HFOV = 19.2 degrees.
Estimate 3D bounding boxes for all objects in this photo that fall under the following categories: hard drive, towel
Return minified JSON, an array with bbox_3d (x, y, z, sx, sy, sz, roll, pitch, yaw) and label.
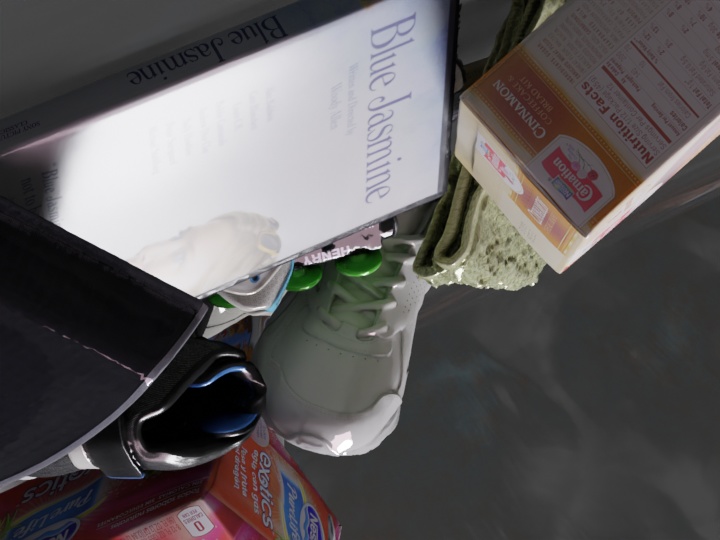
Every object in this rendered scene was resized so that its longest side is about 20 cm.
[{"bbox_3d":[-0.163,0.034,0.795,0.135,0.043,0.200,29,144,-28],"label":"hard drive"},{"bbox_3d":[0.082,-0.057,1.031,0.149,0.036,0.200,-68,166,5],"label":"towel"}]

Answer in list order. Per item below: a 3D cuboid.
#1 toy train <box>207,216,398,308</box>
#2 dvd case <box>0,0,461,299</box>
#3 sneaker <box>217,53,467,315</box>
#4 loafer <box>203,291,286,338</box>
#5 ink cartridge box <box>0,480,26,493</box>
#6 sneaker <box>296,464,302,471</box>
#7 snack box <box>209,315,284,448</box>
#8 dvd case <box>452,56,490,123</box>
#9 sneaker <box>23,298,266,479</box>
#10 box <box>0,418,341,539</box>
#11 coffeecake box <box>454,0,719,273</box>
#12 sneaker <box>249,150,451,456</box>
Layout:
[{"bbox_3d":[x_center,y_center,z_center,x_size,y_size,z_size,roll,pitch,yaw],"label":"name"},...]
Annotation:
[{"bbox_3d":[-0.082,-0.007,0.967,0.199,0.042,0.056,-14,-143,-7],"label":"toy train"},{"bbox_3d":[-0.053,-0.038,0.816,0.199,0.018,0.143,-24,149,-15],"label":"dvd case"},{"bbox_3d":[-0.039,-0.030,0.913,0.199,0.087,0.075,-26,173,2],"label":"sneaker"},{"bbox_3d":[-0.077,-0.004,1.162,0.199,0.070,0.070,-16,141,-42],"label":"loafer"},{"bbox_3d":[-0.181,0.109,1.167,0.115,0.201,0.068,7,-134,24],"label":"ink cartridge box"},{"bbox_3d":[-0.083,0.143,1.125,0.105,0.201,0.076,7,-150,26],"label":"sneaker"},{"bbox_3d":[-0.072,0.067,1.231,0.024,0.201,0.072,24,143,-33],"label":"snack box"},{"bbox_3d":[-0.030,-0.055,1.077,0.199,0.016,0.149,-22,174,-31],"label":"dvd case"},{"bbox_3d":[-0.084,0.046,1.007,0.111,0.073,0.200,1,-157,23],"label":"sneaker"},{"bbox_3d":[-0.121,0.153,1.049,0.199,0.100,0.096,-25,-155,22],"label":"box"},{"bbox_3d":[0.133,-0.096,0.842,0.200,0.073,0.154,-41,175,-2],"label":"coffeecake box"},{"bbox_3d":[0.000,0.000,1.019,0.200,0.078,0.100,-74,-179,-48],"label":"sneaker"}]
